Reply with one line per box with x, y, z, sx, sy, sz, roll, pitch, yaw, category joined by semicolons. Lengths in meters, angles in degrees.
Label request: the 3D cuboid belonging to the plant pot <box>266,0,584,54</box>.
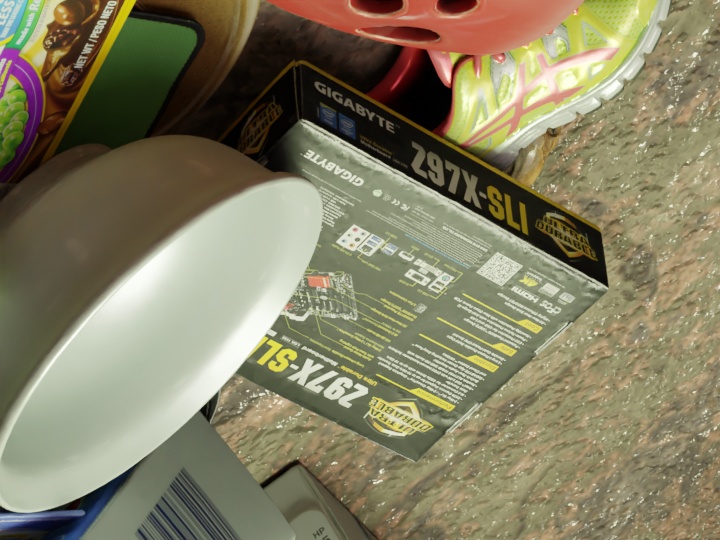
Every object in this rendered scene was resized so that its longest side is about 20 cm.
-0.004;-0.196;1.069;0.182;0.201;0.201;7;129;-38;plant pot

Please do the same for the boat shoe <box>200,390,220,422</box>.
-0.126;0.130;1.466;0.070;0.066;0.200;8;127;-44;boat shoe

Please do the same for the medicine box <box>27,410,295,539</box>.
-0.157;0.183;1.362;0.199;0.103;0.182;-33;-170;25;medicine box

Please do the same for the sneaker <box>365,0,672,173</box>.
0.071;-0.109;1.331;0.200;0.078;0.090;-45;141;17;sneaker

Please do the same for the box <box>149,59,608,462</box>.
0.000;0.000;1.349;0.199;0.050;0.160;27;128;-27;box

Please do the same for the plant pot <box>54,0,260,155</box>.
-0.128;-0.107;1.222;0.199;0.028;0.201;-20;142;-17;plant pot

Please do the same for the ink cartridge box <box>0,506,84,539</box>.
-0.233;0.120;1.307;0.119;0.042;0.199;5;165;-37;ink cartridge box

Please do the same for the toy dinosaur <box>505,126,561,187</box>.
0.042;-0.004;1.447;0.106;0.061;0.200;7;129;-44;toy dinosaur

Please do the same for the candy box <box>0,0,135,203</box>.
-0.167;-0.080;1.167;0.102;0.026;0.201;4;130;-38;candy box

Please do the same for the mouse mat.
-0.173;-0.045;1.231;0.160;0.008;0.201;4;129;-41;mouse mat

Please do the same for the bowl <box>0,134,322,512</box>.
-0.118;0.007;1.226;0.201;0.090;0.201;-42;163;-16;bowl

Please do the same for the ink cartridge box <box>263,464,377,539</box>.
-0.025;0.244;1.610;0.146;0.146;0.200;-36;144;4;ink cartridge box
